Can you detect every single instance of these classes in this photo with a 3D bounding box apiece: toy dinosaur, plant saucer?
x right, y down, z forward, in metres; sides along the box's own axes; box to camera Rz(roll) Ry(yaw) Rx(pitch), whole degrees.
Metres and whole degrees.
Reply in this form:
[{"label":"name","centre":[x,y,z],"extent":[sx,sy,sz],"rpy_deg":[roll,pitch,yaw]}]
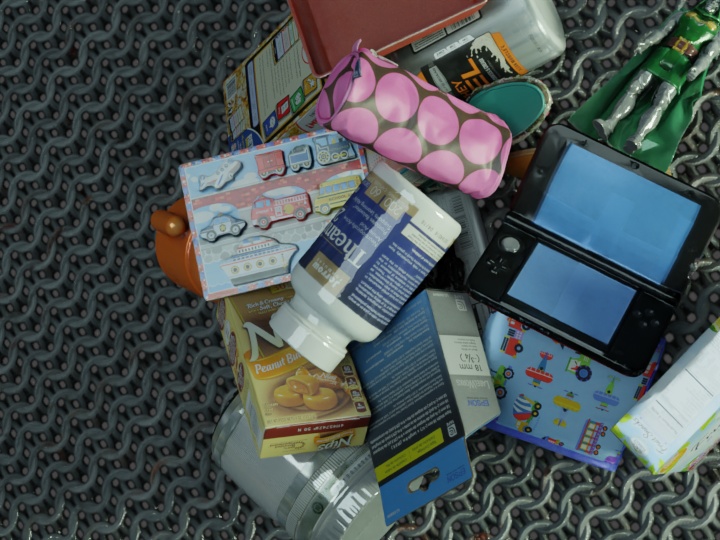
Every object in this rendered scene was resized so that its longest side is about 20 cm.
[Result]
[{"label":"toy dinosaur","centre":[0.048,0.032,1.732],"extent":[0.200,0.102,0.136],"rpy_deg":[40,118,0]},{"label":"plant saucer","centre":[0.022,-0.304,1.685],"extent":[0.199,0.037,0.200],"rpy_deg":[-24,55,8]}]

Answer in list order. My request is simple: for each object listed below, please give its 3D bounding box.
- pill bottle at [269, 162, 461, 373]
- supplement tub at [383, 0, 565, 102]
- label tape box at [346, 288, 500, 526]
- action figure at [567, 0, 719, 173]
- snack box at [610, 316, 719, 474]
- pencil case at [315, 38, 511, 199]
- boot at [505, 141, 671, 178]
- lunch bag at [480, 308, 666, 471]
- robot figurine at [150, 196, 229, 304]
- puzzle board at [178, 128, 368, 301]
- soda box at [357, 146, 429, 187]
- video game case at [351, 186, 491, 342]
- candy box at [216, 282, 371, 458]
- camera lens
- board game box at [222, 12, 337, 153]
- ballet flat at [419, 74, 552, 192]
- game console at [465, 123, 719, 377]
[{"label":"pill bottle","centre":[0.000,0.000,1.605],"extent":[0.111,0.111,0.200],"rpy_deg":[40,93,21]},{"label":"supplement tub","centre":[0.110,-0.244,1.718],"extent":[0.199,0.122,0.123],"rpy_deg":[-27,76,20]},{"label":"label tape box","centre":[0.068,0.141,1.617],"extent":[0.144,0.063,0.201],"rpy_deg":[-37,58,43]},{"label":"action figure","centre":[0.316,-0.208,1.638],"extent":[0.118,0.055,0.200],"rpy_deg":[32,74,18]},{"label":"snack box","centre":[0.352,0.108,1.559],"extent":[0.068,0.168,0.200],"rpy_deg":[45,103,21]},{"label":"pencil case","centre":[0.059,-0.151,1.619],"extent":[0.091,0.199,0.094],"rpy_deg":[-10,58,65]},{"label":"boot","centre":[0.236,-0.059,1.679],"extent":[0.200,0.071,0.145],"rpy_deg":[-1,91,28]},{"label":"lunch bag","centre":[0.216,0.112,1.661],"extent":[0.199,0.094,0.151],"rpy_deg":[21,94,5]},{"label":"robot figurine","centre":[-0.157,-0.024,1.798],"extent":[0.200,0.116,0.145],"rpy_deg":[21,138,59]},{"label":"puzzle board","centre":[-0.084,-0.063,1.684],"extent":[0.199,0.017,0.152],"rpy_deg":[-14,78,5]},{"label":"soda box","centre":[-0.006,-0.099,1.742],"extent":[0.200,0.063,0.069],"rpy_deg":[-31,67,36]},{"label":"video game case","centre":[0.065,0.023,1.771],"extent":[0.181,0.024,0.201],"rpy_deg":[-18,80,22]},{"label":"candy box","centre":[-0.073,0.097,1.671],"extent":[0.055,0.115,0.201],"rpy_deg":[105,153,-46]},{"label":"camera lens","centre":[-0.051,0.202,1.732],"extent":[0.200,0.160,0.160],"rpy_deg":[41,102,21]},{"label":"board game box","centre":[-0.076,-0.202,1.773],"extent":[0.200,0.046,0.152],"rpy_deg":[-38,47,38]},{"label":"ballet flat","centre":[0.131,-0.153,1.710],"extent":[0.200,0.064,0.076],"rpy_deg":[-30,87,35]},{"label":"game console","centre":[0.232,-0.021,1.589],"extent":[0.199,0.173,0.119],"rpy_deg":[27,139,11]}]
